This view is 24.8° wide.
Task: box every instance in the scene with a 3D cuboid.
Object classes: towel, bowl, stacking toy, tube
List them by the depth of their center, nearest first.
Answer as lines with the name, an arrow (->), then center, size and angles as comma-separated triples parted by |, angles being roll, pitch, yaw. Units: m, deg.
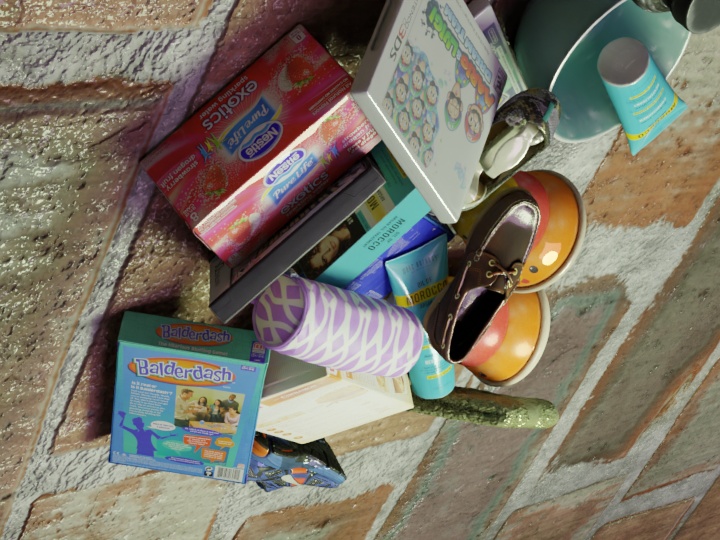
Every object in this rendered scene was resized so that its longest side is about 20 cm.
tube -> 0.290, -0.178, 1.685 | 0.077, 0.050, 0.200 | -38, 156, 8
bowl -> 0.239, -0.243, 1.700 | 0.200, 0.105, 0.201 | -28, 147, -20
stacking toy -> 0.141, -0.066, 1.803 | 0.200, 0.146, 0.146 | 22, 113, -46
tube -> 0.071, 0.053, 1.813 | 0.077, 0.050, 0.200 | -28, 131, -23
stacking toy -> 0.109, 0.052, 1.920 | 0.200, 0.146, 0.146 | 13, 121, -36
towel -> 0.124, 0.160, 1.971 | 0.148, 0.199, 0.037 | 8, 90, -56

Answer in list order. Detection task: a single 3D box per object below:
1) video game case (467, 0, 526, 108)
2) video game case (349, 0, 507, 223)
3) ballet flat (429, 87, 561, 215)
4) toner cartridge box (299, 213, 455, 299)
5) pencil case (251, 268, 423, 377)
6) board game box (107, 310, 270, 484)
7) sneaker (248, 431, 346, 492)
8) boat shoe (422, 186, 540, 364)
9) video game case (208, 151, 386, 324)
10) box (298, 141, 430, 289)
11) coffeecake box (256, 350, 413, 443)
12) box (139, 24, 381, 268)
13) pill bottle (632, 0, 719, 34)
video game case -> 0.086, -0.170, 1.700 | 0.182, 0.023, 0.200 | -40, 150, -2
video game case -> 0.069, -0.175, 1.530 | 0.200, 0.024, 0.182 | 52, 49, -45
ballet flat -> 0.122, -0.107, 1.650 | 0.072, 0.072, 0.200 | -1, 148, -48
toner cartridge box -> 0.000, 0.000, 1.777 | 0.200, 0.043, 0.095 | -41, 152, 12
pencil case -> -0.025, 0.057, 1.657 | 0.200, 0.085, 0.084 | 20, 94, -45
board game box -> -0.178, 0.134, 1.685 | 0.152, 0.045, 0.200 | 10, 135, -4
sneaker -> -0.092, 0.231, 1.976 | 0.078, 0.075, 0.200 | -42, 143, 18
boat shoe -> 0.137, 0.009, 1.744 | 0.070, 0.070, 0.200 | 19, 109, -22
video game case -> -0.065, -0.044, 1.562 | 0.200, 0.026, 0.181 | -41, -167, 5
box -> 0.014, -0.072, 1.654 | 0.200, 0.082, 0.049 | -42, 146, 19
coffeecake box -> -0.057, 0.124, 1.803 | 0.153, 0.073, 0.200 | -20, 158, 23
box -> -0.087, -0.113, 1.500 | 0.200, 0.100, 0.095 | -40, 150, -1
pill bottle -> 0.274, -0.316, 1.551 | 0.112, 0.200, 0.112 | -29, 148, -20
